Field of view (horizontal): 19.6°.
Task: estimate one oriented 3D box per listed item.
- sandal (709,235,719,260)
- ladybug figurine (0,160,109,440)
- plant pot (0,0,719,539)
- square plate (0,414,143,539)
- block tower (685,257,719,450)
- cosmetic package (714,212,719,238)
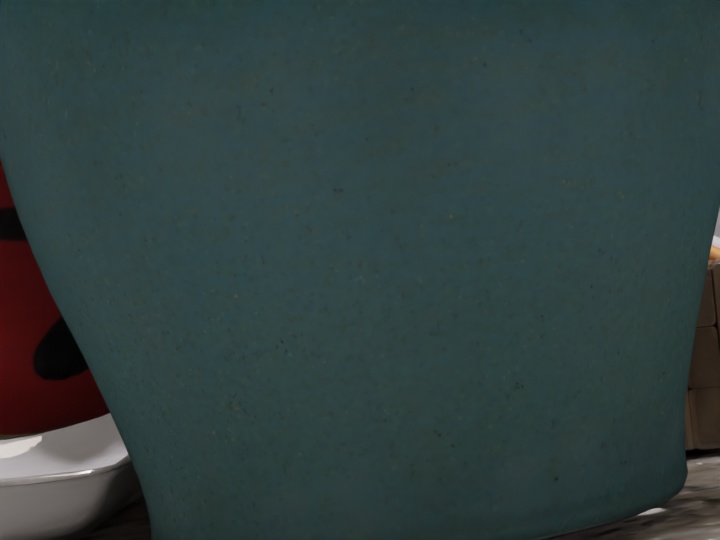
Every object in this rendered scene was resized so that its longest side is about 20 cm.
[{"bbox_3d":[0.041,-0.006,0.676,0.205,0.080,0.059,13,-3,13],"label":"sandal"},{"bbox_3d":[-0.092,-0.016,0.603,0.072,0.137,0.199,6,11,41],"label":"ladybug figurine"},{"bbox_3d":[0.004,-0.030,0.509,0.198,0.190,0.200,-8,0,0],"label":"plant pot"},{"bbox_3d":[-0.149,0.071,0.642,0.197,0.029,0.200,-7,1,5],"label":"square plate"},{"bbox_3d":[0.077,0.026,0.613,0.198,0.054,0.058,-7,2,12],"label":"block tower"},{"bbox_3d":[0.127,-0.011,0.816,0.084,0.109,0.200,-6,3,12],"label":"cosmetic package"}]
